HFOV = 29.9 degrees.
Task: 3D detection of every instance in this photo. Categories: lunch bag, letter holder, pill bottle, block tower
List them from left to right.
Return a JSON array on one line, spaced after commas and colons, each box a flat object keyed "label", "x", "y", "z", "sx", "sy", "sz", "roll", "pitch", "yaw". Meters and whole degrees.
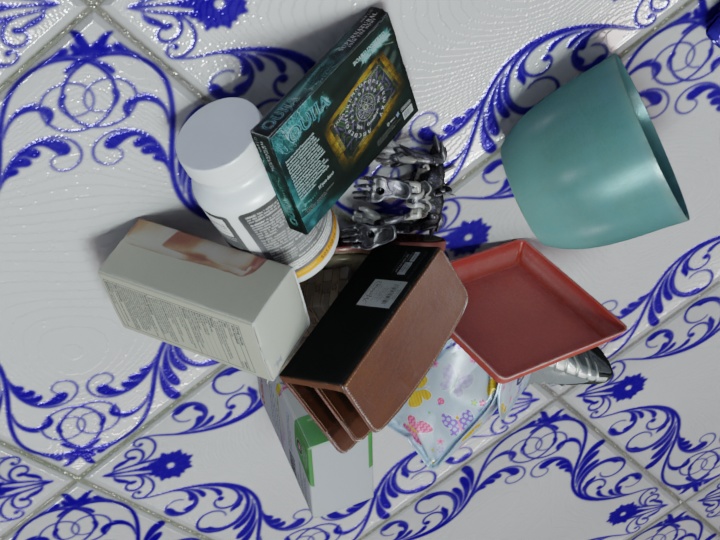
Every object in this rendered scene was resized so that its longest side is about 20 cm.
[{"label": "pill bottle", "x": -0.107, "y": -0.081, "z": 1.409, "sx": 0.116, "sy": 0.117, "sz": 0.200, "roll": -28, "pitch": 139, "yaw": 3}, {"label": "block tower", "x": -0.090, "y": 0.043, "z": 1.539, "sx": 0.198, "sy": 0.054, "sz": 0.058, "roll": -7, "pitch": 141, "yaw": 18}, {"label": "letter holder", "x": 0.033, "y": 0.092, "z": 1.457, "sx": 0.200, "sy": 0.100, "sz": 0.142, "roll": -53, "pitch": 126, "yaw": -28}, {"label": "lunch bag", "x": 0.142, "y": 0.132, "z": 1.703, "sx": 0.200, "sy": 0.127, "sz": 0.170, "roll": -51, "pitch": 173, "yaw": 23}]

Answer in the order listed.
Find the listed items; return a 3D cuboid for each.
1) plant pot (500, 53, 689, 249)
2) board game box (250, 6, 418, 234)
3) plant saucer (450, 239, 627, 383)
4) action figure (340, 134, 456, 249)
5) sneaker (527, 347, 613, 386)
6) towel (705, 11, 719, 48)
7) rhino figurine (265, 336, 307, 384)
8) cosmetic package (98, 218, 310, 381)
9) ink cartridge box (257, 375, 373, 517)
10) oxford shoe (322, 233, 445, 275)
[{"label": "plant pot", "x": 0.252, "y": -0.116, "z": 1.505, "sx": 0.160, "sy": 0.202, "sz": 0.201, "roll": -24, "pitch": 141, "yaw": 17}, {"label": "board game box", "x": -0.022, "y": -0.152, "z": 1.361, "sx": 0.200, "sy": 0.028, "sz": 0.136, "roll": -49, "pitch": 141, "yaw": -26}, {"label": "plant saucer", "x": 0.178, "y": 0.053, "z": 1.596, "sx": 0.199, "sy": 0.200, "sz": 0.037, "roll": -18, "pitch": 134, "yaw": -31}, {"label": "action figure", "x": 0.041, "y": -0.088, "z": 1.490, "sx": 0.200, "sy": 0.101, "sz": 0.120, "roll": -30, "pitch": 130, "yaw": -64}, {"label": "sneaker", "x": 0.243, "y": 0.137, "z": 1.857, "sx": 0.199, "sy": 0.075, "sz": 0.116, "roll": 18, "pitch": 129, "yaw": -26}, {"label": "towel", "x": 0.491, "y": -0.317, "z": 1.525, "sx": 0.147, "sy": 0.050, "sz": 0.200, "roll": 18, "pitch": 123, "yaw": -47}, {"label": "rhino figurine", "x": -0.057, "y": 0.077, "z": 1.580, "sx": 0.199, "sy": 0.088, "sz": 0.060, "roll": -18, "pitch": 139, "yaw": -7}, {"label": "cosmetic package", "x": -0.165, "y": 0.029, "z": 1.429, "sx": 0.087, "sy": 0.199, "sz": 0.104, "roll": -56, "pitch": 152, "yaw": -31}, {"label": "ink cartridge box", "x": -0.058, "y": 0.171, "z": 1.634, "sx": 0.083, "sy": 0.201, "sz": 0.145, "roll": -17, "pitch": 139, "yaw": -14}, {"label": "oxford shoe", "x": 0.000, "y": 0.000, "z": 1.549, "sx": 0.198, "sy": 0.070, "sz": 0.075, "roll": -1, "pitch": 103, "yaw": -2}]
